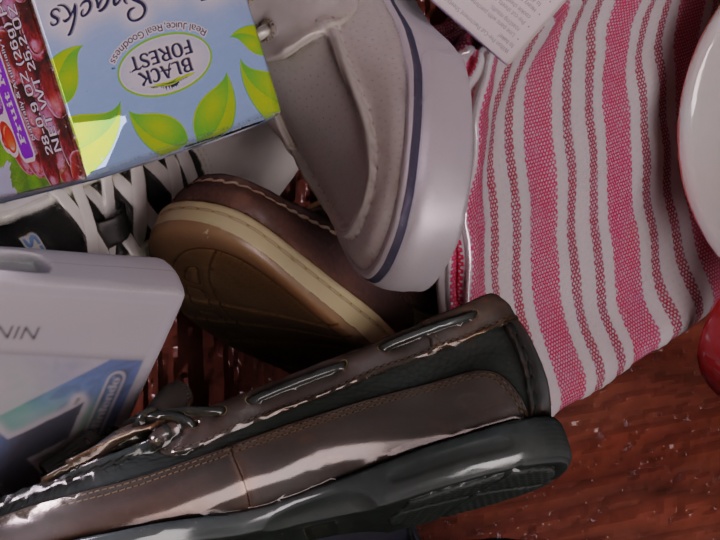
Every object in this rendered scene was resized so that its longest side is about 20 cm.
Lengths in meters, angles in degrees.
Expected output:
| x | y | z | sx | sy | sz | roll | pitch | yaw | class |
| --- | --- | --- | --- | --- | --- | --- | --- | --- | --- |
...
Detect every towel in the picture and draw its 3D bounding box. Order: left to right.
| x | y | z | sx | sy | sz | roll | pitch | yaw | class |
| --- | --- | --- | --- | --- | --- | --- | --- | --- | --- |
| 0.084 | -0.031 | 1.037 | 0.200 | 0.030 | 0.147 | -26 | 116 | -52 | towel |

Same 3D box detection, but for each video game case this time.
| x | y | z | sx | sy | sz | roll | pitch | yaw | class |
| --- | --- | --- | --- | --- | --- | --- | --- | --- | --- |
| -0.167 | 0.075 | 0.910 | 0.182 | 0.022 | 0.200 | 4 | 125 | -36 | video game case |

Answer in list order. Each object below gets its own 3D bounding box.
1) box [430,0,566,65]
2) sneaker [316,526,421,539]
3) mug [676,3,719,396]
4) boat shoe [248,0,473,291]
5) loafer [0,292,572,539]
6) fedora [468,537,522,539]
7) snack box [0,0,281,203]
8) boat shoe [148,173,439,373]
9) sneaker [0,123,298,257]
| x | y | z | sx | sy | sz | roll | pitch | yaw | class |
| --- | --- | --- | --- | --- | --- | --- | --- | --- | --- |
| -0.015 | -0.145 | 0.916 | 0.200 | 0.039 | 0.041 | 39 | 112 | -3 | box |
| 0.047 | 0.132 | 0.966 | 0.077 | 0.146 | 0.203 | -28 | 100 | -45 | sneaker |
| 0.210 | -0.033 | 1.099 | 0.200 | 0.177 | 0.134 | 8 | 58 | -49 | mug |
| -0.018 | -0.070 | 0.930 | 0.070 | 0.200 | 0.071 | 9 | 131 | -22 | boat shoe |
| -0.037 | 0.058 | 0.930 | 0.199 | 0.072 | 0.063 | -12 | 74 | -8 | loafer |
| 0.077 | 0.187 | 1.067 | 0.092 | 0.200 | 0.202 | -15 | 112 | -59 | fedora |
| -0.109 | -0.121 | 0.844 | 0.067 | 0.169 | 0.201 | -18 | 96 | -25 | snack box |
| 0.000 | 0.000 | 1.001 | 0.200 | 0.072 | 0.072 | 33 | 68 | -51 | boat shoe |
| -0.093 | -0.011 | 0.960 | 0.200 | 0.072 | 0.072 | -28 | 112 | -24 | sneaker |
